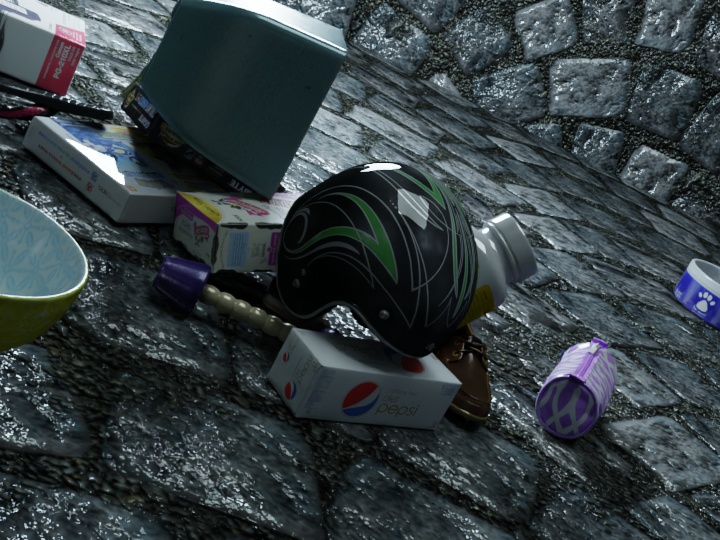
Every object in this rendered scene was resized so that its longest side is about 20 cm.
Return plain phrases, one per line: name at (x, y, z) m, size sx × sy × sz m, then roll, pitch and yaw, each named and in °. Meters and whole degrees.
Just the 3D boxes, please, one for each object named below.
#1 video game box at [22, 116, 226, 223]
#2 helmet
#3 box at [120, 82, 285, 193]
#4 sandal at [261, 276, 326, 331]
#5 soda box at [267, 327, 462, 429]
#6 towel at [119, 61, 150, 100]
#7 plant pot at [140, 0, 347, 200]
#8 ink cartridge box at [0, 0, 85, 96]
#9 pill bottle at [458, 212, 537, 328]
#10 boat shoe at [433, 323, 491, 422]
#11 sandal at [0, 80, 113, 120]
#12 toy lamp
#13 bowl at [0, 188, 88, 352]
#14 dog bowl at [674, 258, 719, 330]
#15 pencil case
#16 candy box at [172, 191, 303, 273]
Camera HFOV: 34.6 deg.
video game box at (-0.283, -0.122, 1.425) m, size 0.182 × 0.047 × 0.200 m, roll 39°, pitch 20°, yaw 23°
helmet at (0.028, -0.012, 1.196) m, size 0.190 × 0.202 × 0.199 m, roll 0°, pitch -1°, yaw 36°
box at (-0.213, -0.166, 1.544) m, size 0.199 × 0.050 × 0.198 m, roll 32°, pitch 4°, yaw -28°
sandal at (-0.064, 0.025, 1.338) m, size 0.081 × 0.055 × 0.200 m, roll 27°, pitch 18°, yaw -5°
soda box at (0.007, 0.114, 1.192) m, size 0.199 × 0.064 × 0.068 m, roll 12°, pitch 24°, yaw -41°
towel at (-0.225, -0.231, 1.635) m, size 0.199 × 0.148 × 0.037 m, roll 31°, pitch 47°, yaw -28°
plant pot at (-0.149, -0.238, 1.395) m, size 0.199 × 0.197 × 0.196 m, roll 27°, pitch 16°, yaw -12°
ink cartridge box at (-0.496, -0.338, 1.627) m, size 0.199 × 0.085 × 0.145 m, roll 21°, pitch 19°, yaw -23°
pill bottle at (0.102, 0.013, 1.354) m, size 0.112 × 0.199 × 0.111 m, roll 62°, pitch -6°, yaw 12°
boat shoe at (0.114, 0.105, 1.360) m, size 0.072 × 0.068 × 0.200 m, roll 22°, pitch 19°, yaw -18°
sandal at (-0.410, -0.203, 1.441) m, size 0.198 × 0.045 × 0.075 m, roll 15°, pitch 9°, yaw -5°
toy lamp at (-0.120, 0.043, 1.206) m, size 0.199 × 0.058 × 0.058 m, roll 24°, pitch 19°, yaw -9°
bowl at (-0.328, 0.010, 0.912) m, size 0.199 × 0.108 × 0.200 m, roll 25°, pitch 19°, yaw -9°
dog bowl at (0.749, 0.062, 2.375) m, size 0.199 × 0.079 × 0.200 m, roll 25°, pitch 18°, yaw -9°
pencil case at (0.277, 0.147, 1.461) m, size 0.084 × 0.086 × 0.200 m, roll 30°, pitch 19°, yaw 11°
candy box at (-0.103, -0.047, 1.351) m, size 0.199 × 0.061 × 0.136 m, roll -2°, pitch 20°, yaw -30°
